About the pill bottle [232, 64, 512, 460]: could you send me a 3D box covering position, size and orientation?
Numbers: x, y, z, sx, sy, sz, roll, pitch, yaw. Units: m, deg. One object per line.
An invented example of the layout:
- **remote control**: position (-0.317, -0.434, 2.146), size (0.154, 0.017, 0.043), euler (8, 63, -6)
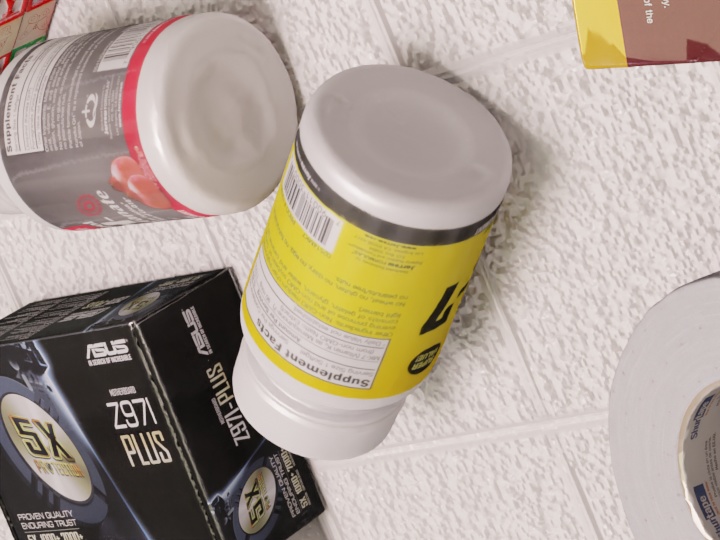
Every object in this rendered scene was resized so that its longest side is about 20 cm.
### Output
- **pill bottle**: position (0.000, 0.000, 1.457), size (0.114, 0.114, 0.201), euler (39, 135, 19)

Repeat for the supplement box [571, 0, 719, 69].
- **supplement box**: position (0.188, -0.200, 1.115), size (0.199, 0.133, 0.198), euler (-2, 113, 24)

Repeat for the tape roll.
- **tape roll**: position (0.212, 0.093, 1.313), size (0.200, 0.066, 0.202), euler (24, 122, 45)

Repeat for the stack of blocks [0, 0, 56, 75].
- **stack of blocks**: position (-0.266, -0.211, 1.623), size (0.200, 0.058, 0.115), euler (41, 135, 18)

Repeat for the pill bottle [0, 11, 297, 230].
- **pill bottle**: position (-0.140, -0.080, 1.544), size (0.199, 0.111, 0.111), euler (-5, 110, 44)

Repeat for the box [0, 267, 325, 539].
- **box**: position (-0.141, 0.098, 1.665), size (0.199, 0.086, 0.165), euler (-8, 107, 45)
